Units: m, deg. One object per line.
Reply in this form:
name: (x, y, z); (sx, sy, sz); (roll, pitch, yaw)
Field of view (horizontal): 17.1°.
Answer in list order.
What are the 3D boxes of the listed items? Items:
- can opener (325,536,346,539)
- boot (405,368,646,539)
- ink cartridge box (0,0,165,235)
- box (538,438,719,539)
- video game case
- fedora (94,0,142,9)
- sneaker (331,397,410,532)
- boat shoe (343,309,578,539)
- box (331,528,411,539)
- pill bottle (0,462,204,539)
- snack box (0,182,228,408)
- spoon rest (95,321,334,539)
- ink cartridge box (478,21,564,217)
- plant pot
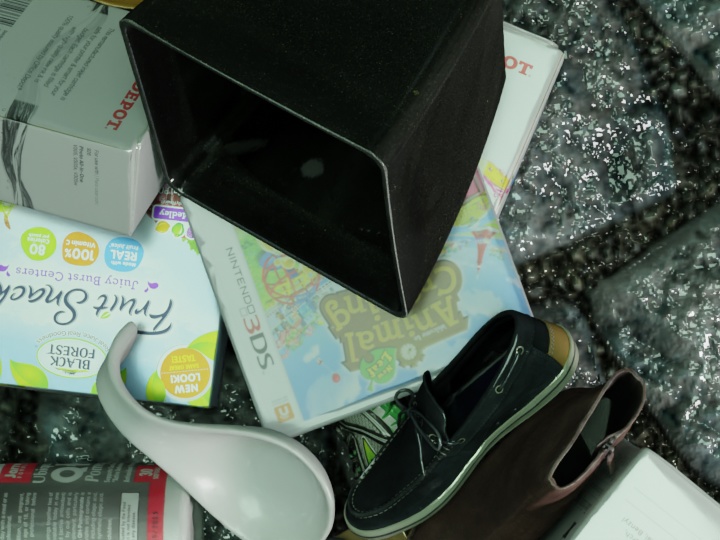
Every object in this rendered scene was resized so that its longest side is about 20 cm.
can opener: (-0.017, 0.282, 1.635); (0.066, 0.053, 0.200); (0, 101, -16)
boot: (0.099, 0.150, 1.558); (0.072, 0.166, 0.200); (40, 73, 2)
ink cartridge box: (-0.220, -0.118, 1.645); (0.200, 0.146, 0.084); (16, 133, 11)
box: (0.217, 0.223, 1.597); (0.200, 0.199, 0.131); (38, 89, 2)
video game case: (0.000, 0.000, 1.625); (0.200, 0.022, 0.182); (-20, 88, 3)
fedora: (-0.148, -0.280, 1.673); (0.200, 0.082, 0.201); (-1, 68, 3)
sneaker: (0.018, 0.137, 1.673); (0.085, 0.078, 0.200); (-43, 87, 1)
boat shoe: (0.056, 0.099, 1.587); (0.200, 0.075, 0.062); (-44, 127, 15)
box: (-0.016, 0.276, 1.665); (0.200, 0.021, 0.164); (-31, 87, 20)
pill bottle: (-0.213, 0.189, 1.666); (0.200, 0.111, 0.111); (-1, 88, 2)
snack box: (-0.191, 0.005, 1.694); (0.200, 0.068, 0.169); (7, 87, 4)
spoon rest: (-0.102, 0.119, 1.608); (0.200, 0.061, 0.099); (38, 131, 11)
ink cartridge box: (0.040, -0.087, 1.677); (0.146, 0.083, 0.200); (24, 89, 4)
plant pot: (-0.011, -0.125, 1.534); (0.199, 0.200, 0.178); (29, 68, 20)
